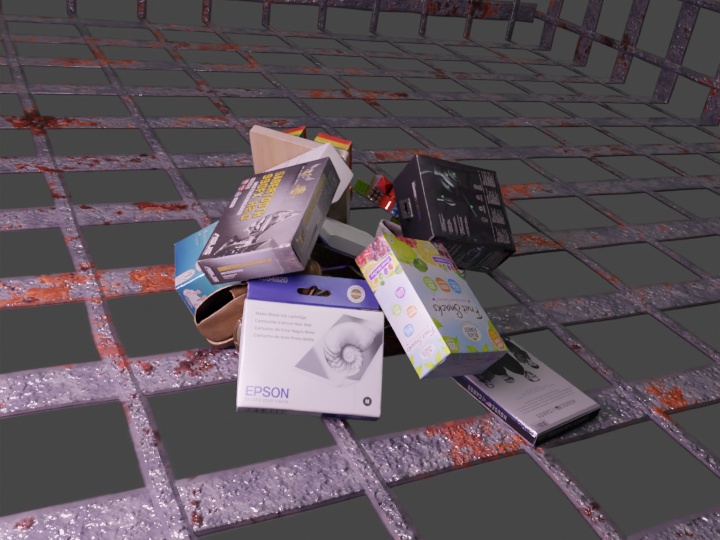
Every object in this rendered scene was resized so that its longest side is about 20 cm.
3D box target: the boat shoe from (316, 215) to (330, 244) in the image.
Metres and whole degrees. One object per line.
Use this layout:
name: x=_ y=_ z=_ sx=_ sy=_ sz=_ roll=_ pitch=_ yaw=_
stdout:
boat shoe: x=-0.140 y=-0.057 z=1.432 sx=0.197 sy=0.078 sz=0.073 roll=-11 pitch=4 yaw=-39

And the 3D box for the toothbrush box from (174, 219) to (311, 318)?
toothbrush box: x=-0.184 y=-0.023 z=1.223 sx=0.197 sy=0.086 sz=0.147 roll=-29 pitch=32 yaw=1

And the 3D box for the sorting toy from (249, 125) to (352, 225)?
sorting toy: x=-0.105 y=-0.192 z=1.527 sx=0.195 sy=0.202 sz=0.070 roll=17 pitch=53 yaw=13

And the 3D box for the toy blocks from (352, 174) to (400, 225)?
toy blocks: x=0.085 y=-0.123 z=1.529 sx=0.198 sy=0.101 sz=0.137 roll=33 pitch=3 yaw=-9

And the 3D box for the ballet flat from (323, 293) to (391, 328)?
ballet flat: x=0.014 y=0.060 z=1.189 sx=0.197 sy=0.078 sz=0.063 roll=-3 pitch=-2 yaw=-35

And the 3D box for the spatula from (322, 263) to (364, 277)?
spatula: x=0.014 y=0.007 z=1.261 sx=0.196 sy=0.021 sz=0.056 roll=11 pitch=9 yaw=13

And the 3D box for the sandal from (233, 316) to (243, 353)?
sandal: x=-0.086 y=0.108 z=1.127 sx=0.195 sy=0.084 sz=0.055 roll=7 pitch=7 yaw=-12

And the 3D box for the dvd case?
dvd case: x=0.235 y=0.172 z=1.170 sx=0.148 sy=0.025 sz=0.199 roll=-12 pitch=35 yaw=-36

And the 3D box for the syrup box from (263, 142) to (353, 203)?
syrup box: x=-0.116 y=-0.155 z=1.449 sx=0.198 sy=0.079 sz=0.082 roll=-16 pitch=33 yaw=42

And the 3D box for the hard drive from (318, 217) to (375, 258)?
hard drive: x=-0.017 y=-0.052 z=1.345 sx=0.130 sy=0.026 sz=0.200 roll=21 pitch=9 yaw=-19

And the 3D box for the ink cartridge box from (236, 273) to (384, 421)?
ink cartridge box: x=-0.064 y=0.095 z=1.067 sx=0.195 sy=0.041 sz=0.204 roll=5 pitch=69 yaw=-9

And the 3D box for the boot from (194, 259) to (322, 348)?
boot: x=-0.146 y=0.039 z=1.125 sx=0.198 sy=0.076 sz=0.074 roll=-31 pitch=56 yaw=0

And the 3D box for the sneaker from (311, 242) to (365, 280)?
sneaker: x=0.000 y=0.000 z=1.355 sx=0.198 sy=0.068 sz=0.089 roll=27 pitch=20 yaw=33

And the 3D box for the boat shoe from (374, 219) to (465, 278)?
boat shoe: x=0.112 y=-0.039 z=1.475 sx=0.198 sy=0.067 sz=0.071 roll=28 pitch=32 yaw=31

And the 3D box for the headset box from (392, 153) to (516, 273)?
headset box: x=0.162 y=-0.101 z=1.422 sx=0.196 sy=0.093 sz=0.177 roll=7 pitch=58 yaw=-29

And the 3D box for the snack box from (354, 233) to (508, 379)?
snack box: x=0.103 y=0.051 z=1.124 sx=0.167 sy=0.068 sz=0.202 roll=5 pitch=50 yaw=-52

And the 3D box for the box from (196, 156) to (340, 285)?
box: x=-0.128 y=-0.073 z=1.127 sx=0.155 sy=0.049 sz=0.202 roll=-9 pitch=39 yaw=26

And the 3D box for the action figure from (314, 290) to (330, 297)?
action figure: x=-0.115 y=0.039 z=1.230 sx=0.127 sy=0.071 sz=0.200 roll=-13 pitch=23 yaw=-10
